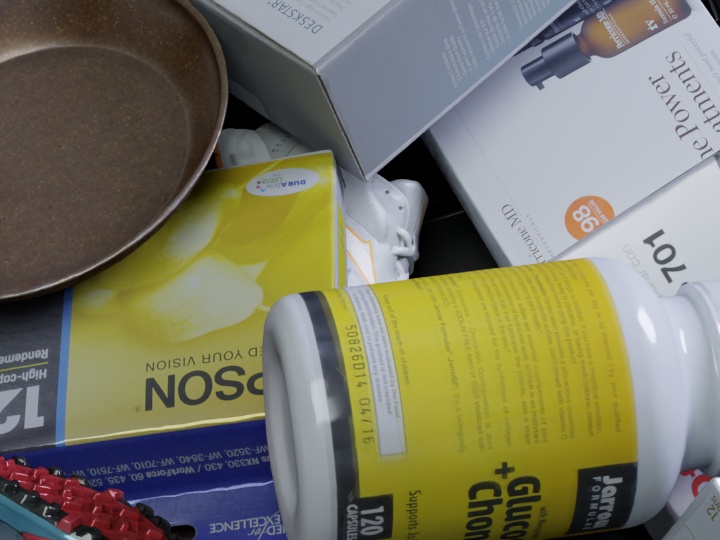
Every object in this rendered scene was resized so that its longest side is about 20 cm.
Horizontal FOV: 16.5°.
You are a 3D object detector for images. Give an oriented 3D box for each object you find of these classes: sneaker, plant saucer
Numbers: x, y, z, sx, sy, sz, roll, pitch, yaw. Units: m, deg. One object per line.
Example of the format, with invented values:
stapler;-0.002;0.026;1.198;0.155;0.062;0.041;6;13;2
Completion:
sneaker;0.000;0.000;1.193;0.091;0.076;0.201;-22;65;-6
plant saucer;-0.153;-0.057;1.158;0.199;0.037;0.201;-8;51;11
sneaker;-0.158;0.127;1.046;0.199;0.079;0.096;19;98;19

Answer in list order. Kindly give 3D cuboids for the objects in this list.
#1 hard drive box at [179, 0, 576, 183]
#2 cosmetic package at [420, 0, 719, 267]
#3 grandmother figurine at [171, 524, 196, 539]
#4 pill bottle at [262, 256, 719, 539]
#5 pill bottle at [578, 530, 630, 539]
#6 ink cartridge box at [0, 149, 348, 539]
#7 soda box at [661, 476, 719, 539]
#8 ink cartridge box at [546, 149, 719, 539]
hard drive box;0.017;-0.159;1.200;0.200;0.077;0.156;-40;46;-15
cosmetic package;0.105;-0.086;1.226;0.150;0.052;0.201;-30;64;-2
grandmother figurine;-0.086;0.128;1.111;0.200;0.061;0.121;-38;74;-17
pill bottle;0.064;0.054;1.012;0.198;0.112;0.113;-7;63;-9
pill bottle;0.148;0.207;1.048;0.112;0.112;0.200;-41;65;-10
ink cartridge box;-0.101;0.048;1.112;0.196;0.047;0.201;-9;50;8
soda box;0.220;0.114;1.048;0.199;0.064;0.068;-9;56;-36
ink cartridge box;0.189;0.016;1.120;0.199;0.086;0.147;-32;87;-6
